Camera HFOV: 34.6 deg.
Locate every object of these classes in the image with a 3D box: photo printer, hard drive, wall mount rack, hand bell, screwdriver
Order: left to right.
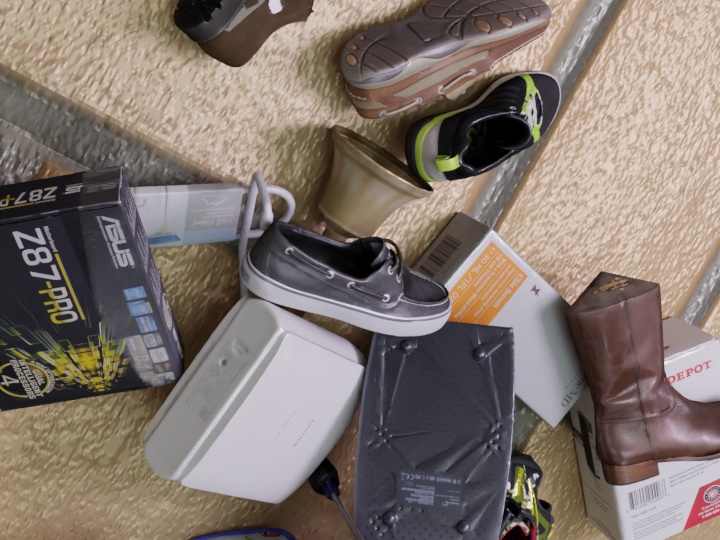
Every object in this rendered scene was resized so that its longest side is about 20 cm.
[{"bbox_3d":[-0.148,-0.005,0.979,0.198,0.075,0.174,-5,139,-19],"label":"wall mount rack"},{"bbox_3d":[-0.077,0.120,1.001,0.167,0.069,0.200,-54,150,2],"label":"photo printer"},{"bbox_3d":[-0.032,-0.015,1.015,0.104,0.104,0.201,27,103,-26],"label":"hand bell"},{"bbox_3d":[-0.022,0.207,1.016,0.028,0.200,0.029,16,101,-16],"label":"screwdriver"},{"bbox_3d":[0.065,0.145,1.014,0.134,0.042,0.202,5,81,5],"label":"hard drive"}]

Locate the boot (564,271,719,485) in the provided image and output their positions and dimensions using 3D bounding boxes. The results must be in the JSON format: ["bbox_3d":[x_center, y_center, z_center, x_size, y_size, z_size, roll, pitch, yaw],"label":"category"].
[{"bbox_3d":[0.291,0.085,1.092,0.185,0.064,0.201,-19,106,-16],"label":"boot"}]

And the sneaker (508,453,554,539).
[{"bbox_3d":[0.165,0.279,1.181,0.084,0.074,0.201,-19,112,-15],"label":"sneaker"}]

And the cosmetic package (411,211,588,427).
[{"bbox_3d":[0.140,0.048,1.103,0.200,0.071,0.102,40,89,-27],"label":"cosmetic package"}]

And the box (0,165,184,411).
[{"bbox_3d":[-0.237,0.020,0.899,0.160,0.049,0.201,-10,133,0],"label":"box"}]

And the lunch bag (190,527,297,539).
[{"bbox_3d":[-0.065,0.328,1.052,0.199,0.170,0.124,30,98,-24],"label":"lunch bag"}]

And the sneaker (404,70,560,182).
[{"bbox_3d":[0.127,-0.120,1.016,0.199,0.083,0.072,-31,118,-34],"label":"sneaker"}]

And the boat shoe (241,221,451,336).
[{"bbox_3d":[0.000,0.000,0.958,0.199,0.070,0.066,15,124,-26],"label":"boat shoe"}]

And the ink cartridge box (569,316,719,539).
[{"bbox_3d":[0.301,0.167,1.194,0.143,0.084,0.201,-19,112,-14],"label":"ink cartridge box"}]

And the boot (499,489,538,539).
[{"bbox_3d":[0.105,0.183,1.080,0.073,0.153,0.205,-10,112,-30],"label":"boot"}]

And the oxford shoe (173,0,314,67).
[{"bbox_3d":[-0.061,-0.252,0.944,0.200,0.073,0.084,-49,133,0],"label":"oxford shoe"}]

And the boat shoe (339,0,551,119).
[{"bbox_3d":[0.074,-0.190,1.012,0.199,0.076,0.072,-20,139,-12],"label":"boat shoe"}]
